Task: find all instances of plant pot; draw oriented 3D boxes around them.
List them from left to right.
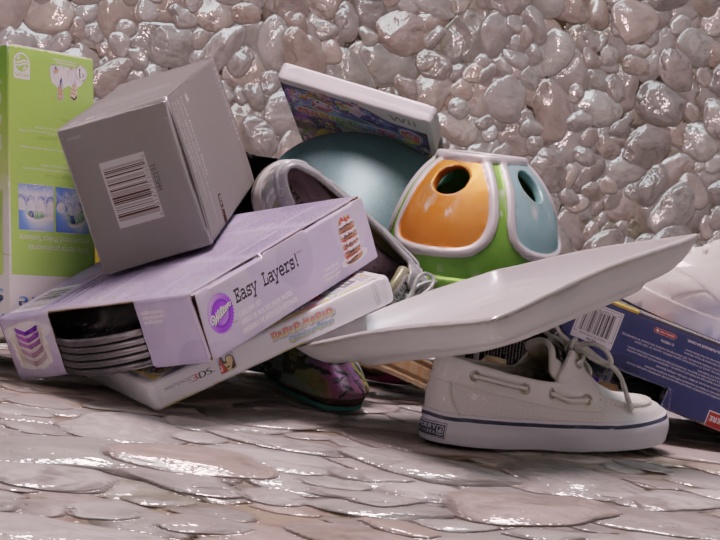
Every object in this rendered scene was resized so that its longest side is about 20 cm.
[{"bbox_3d":[-0.011,0.000,1.579,0.198,0.201,0.135,7,37,9],"label":"plant pot"}]

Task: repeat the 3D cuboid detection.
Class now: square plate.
[{"bbox_3d":[0.089,0.023,1.172,0.199,0.029,0.197,-19,5,-39],"label":"square plate"}]

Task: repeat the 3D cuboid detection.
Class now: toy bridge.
[{"bbox_3d":[0.090,0.082,1.322,0.198,0.027,0.067,15,-18,-7],"label":"toy bridge"}]

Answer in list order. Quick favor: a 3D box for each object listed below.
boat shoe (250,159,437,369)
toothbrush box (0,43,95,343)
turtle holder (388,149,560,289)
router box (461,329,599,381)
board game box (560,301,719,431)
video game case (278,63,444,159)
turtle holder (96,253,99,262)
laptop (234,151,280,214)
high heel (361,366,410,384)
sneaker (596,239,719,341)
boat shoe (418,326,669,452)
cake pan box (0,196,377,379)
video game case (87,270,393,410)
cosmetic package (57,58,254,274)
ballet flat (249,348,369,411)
[{"bbox_3d":[0.001,-0.002,1.337,0.202,0.074,0.065,50,-15,-10],"label":"boat shoe"},{"bbox_3d":[-0.267,-0.049,1.286,0.145,0.202,0.086,-4,-3,38],"label":"toothbrush box"},{"bbox_3d":[0.108,-0.028,1.468,0.184,0.133,0.141,2,6,-34],"label":"turtle holder"},{"bbox_3d":[0.145,0.071,1.559,0.156,0.053,0.200,7,4,11],"label":"router box"},{"bbox_3d":[0.238,0.073,1.375,0.199,0.062,0.200,21,1,7],"label":"board game box"},{"bbox_3d":[0.009,-0.117,1.620,0.142,0.018,0.200,18,-17,14],"label":"video game case"},{"bbox_3d":[-0.266,-0.016,1.524,0.140,0.133,0.185,5,3,-44],"label":"turtle holder"},{"bbox_3d":[-0.166,-0.053,1.658,0.199,0.188,0.116,29,15,-9],"label":"laptop"},{"bbox_3d":[-0.026,0.065,1.418,0.199,0.068,0.096,8,23,39],"label":"high heel"},{"bbox_3d":[0.271,-0.008,1.372,0.199,0.116,0.074,20,3,22],"label":"sneaker"},{"bbox_3d":[0.127,0.072,1.197,0.201,0.087,0.074,5,4,-31],"label":"boat shoe"},{"bbox_3d":[-0.115,0.011,1.206,0.183,0.053,0.200,-10,15,37],"label":"cake pan box"},{"bbox_3d":[-0.099,0.035,1.248,0.181,0.023,0.200,-24,17,-23],"label":"video game case"},{"bbox_3d":[-0.139,-0.078,1.266,0.090,0.108,0.200,-15,14,11],"label":"cosmetic package"},{"bbox_3d":[-0.045,0.052,1.318,0.069,0.072,0.200,9,3,-20],"label":"ballet flat"}]
